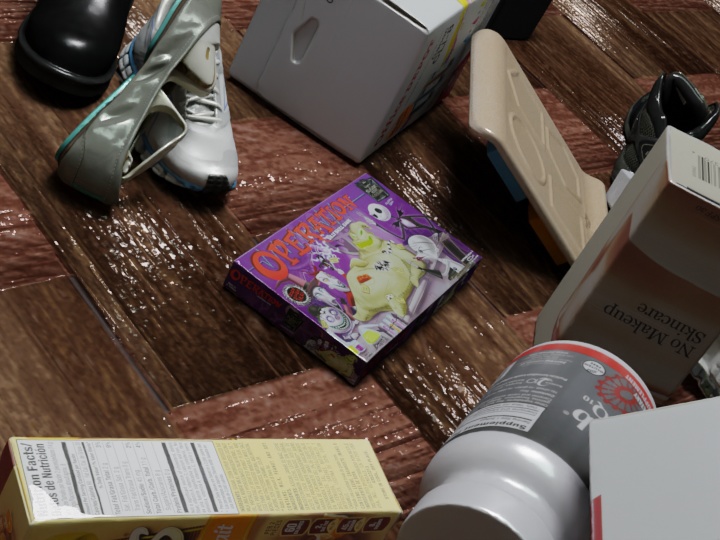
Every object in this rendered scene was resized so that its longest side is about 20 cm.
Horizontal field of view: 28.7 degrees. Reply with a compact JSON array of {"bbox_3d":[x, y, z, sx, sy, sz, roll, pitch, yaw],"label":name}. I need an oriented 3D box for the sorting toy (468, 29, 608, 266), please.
[{"bbox_3d":[0.151,-0.093,1.217,0.200,0.036,0.185,49,26,-26],"label":"sorting toy"}]

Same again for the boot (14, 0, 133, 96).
[{"bbox_3d":[-0.202,-0.246,1.096,0.079,0.158,0.211,19,35,-14],"label":"boot"}]

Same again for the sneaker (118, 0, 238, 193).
[{"bbox_3d":[-0.134,-0.143,1.078,0.075,0.087,0.200,5,42,-34],"label":"sneaker"}]

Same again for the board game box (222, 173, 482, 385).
[{"bbox_3d":[0.000,0.000,1.045,0.120,0.032,0.200,33,34,13],"label":"board game box"}]

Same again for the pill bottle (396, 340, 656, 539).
[{"bbox_3d":[0.104,0.133,0.868,0.116,0.116,0.200,36,35,9],"label":"pill bottle"}]

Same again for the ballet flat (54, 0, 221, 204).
[{"bbox_3d":[-0.141,-0.130,1.016,0.064,0.067,0.200,35,71,-2],"label":"ballet flat"}]

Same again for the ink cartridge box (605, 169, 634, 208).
[{"bbox_3d":[0.322,-0.016,1.231,0.196,0.043,0.200,25,12,-7],"label":"ink cartridge box"}]

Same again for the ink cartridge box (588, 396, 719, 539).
[{"bbox_3d":[0.189,0.195,0.779,0.084,0.200,0.144,-12,32,16],"label":"ink cartridge box"}]

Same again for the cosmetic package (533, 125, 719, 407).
[{"bbox_3d":[0.217,0.009,1.036,0.103,0.200,0.087,25,35,-5],"label":"cosmetic package"}]

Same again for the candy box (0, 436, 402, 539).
[{"bbox_3d":[-0.093,0.141,0.713,0.200,0.116,0.055,4,40,-33],"label":"candy box"}]

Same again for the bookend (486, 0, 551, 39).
[{"bbox_3d":[0.160,-0.337,1.539,0.199,0.092,0.200,-4,47,-40],"label":"bookend"}]

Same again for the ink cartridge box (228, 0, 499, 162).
[{"bbox_3d":[0.011,-0.214,1.223,0.145,0.145,0.200,36,35,9],"label":"ink cartridge box"}]

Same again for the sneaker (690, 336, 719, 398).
[{"bbox_3d":[0.289,0.047,1.152,0.200,0.075,0.085,40,30,10],"label":"sneaker"}]

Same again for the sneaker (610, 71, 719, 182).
[{"bbox_3d":[0.310,-0.151,1.391,0.076,0.114,0.199,33,32,3],"label":"sneaker"}]
